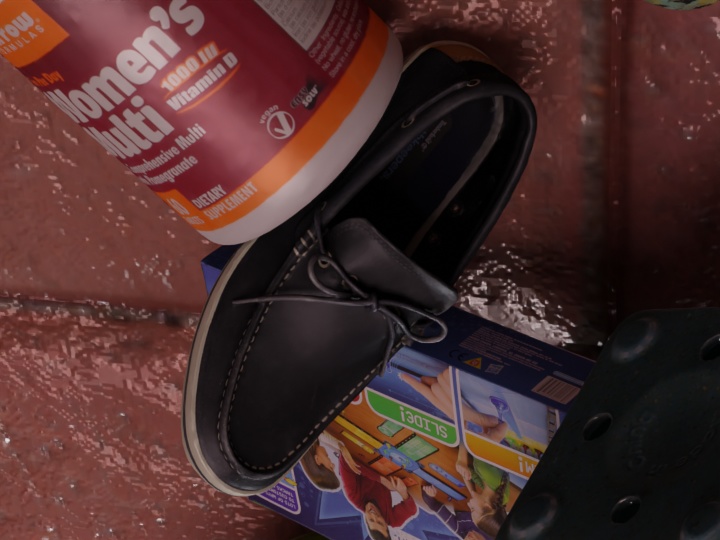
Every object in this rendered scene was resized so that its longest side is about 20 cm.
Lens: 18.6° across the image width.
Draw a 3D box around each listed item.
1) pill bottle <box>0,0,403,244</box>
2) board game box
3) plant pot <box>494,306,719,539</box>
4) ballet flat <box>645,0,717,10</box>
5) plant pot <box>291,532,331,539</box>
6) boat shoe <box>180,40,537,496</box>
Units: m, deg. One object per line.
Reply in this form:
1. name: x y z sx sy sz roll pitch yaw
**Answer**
1. pill bottle: -0.087 -0.111 0.819 0.200 0.110 0.109 42 127 -20
2. board game box: 0.023 0.072 0.924 0.200 0.034 0.136 22 134 37
3. plant pot: 0.164 0.118 0.795 0.196 0.197 0.200 -4 136 51
4. ballet flat: 0.089 -0.162 0.758 0.074 0.074 0.200 -8 127 21
5. plant pot: -0.015 0.231 1.025 0.200 0.201 0.193 20 125 -2
6. boat shoe: 0.000 0.000 0.843 0.075 0.200 0.062 39 173 -31
